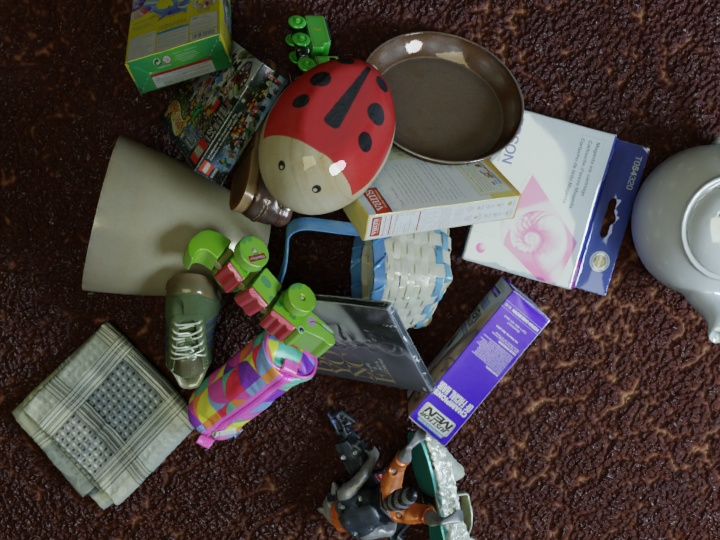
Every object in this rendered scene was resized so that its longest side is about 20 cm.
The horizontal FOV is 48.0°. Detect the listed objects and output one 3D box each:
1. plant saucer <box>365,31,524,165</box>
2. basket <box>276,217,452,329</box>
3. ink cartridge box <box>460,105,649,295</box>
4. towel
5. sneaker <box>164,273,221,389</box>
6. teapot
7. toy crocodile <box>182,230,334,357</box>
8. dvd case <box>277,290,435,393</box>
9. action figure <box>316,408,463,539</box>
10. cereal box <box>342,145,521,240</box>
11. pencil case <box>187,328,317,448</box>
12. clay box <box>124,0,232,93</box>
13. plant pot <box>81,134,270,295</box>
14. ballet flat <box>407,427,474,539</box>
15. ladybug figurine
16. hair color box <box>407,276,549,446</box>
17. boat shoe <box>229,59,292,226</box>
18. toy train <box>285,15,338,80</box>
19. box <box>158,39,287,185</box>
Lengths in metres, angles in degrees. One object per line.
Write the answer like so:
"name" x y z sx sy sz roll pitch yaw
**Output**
"plant saucer" 0.094 -0.199 0.958 0.197 0.035 0.203 5 59 -8
"basket" 0.000 0.000 0.971 0.197 0.177 0.141 0 60 -15
"ink cartridge box" 0.244 -0.084 1.012 0.197 0.043 0.199 15 98 2
"towel" -0.343 0.200 1.085 0.200 0.035 0.193 -43 94 8
"sneaker" -0.202 0.083 0.974 0.066 0.201 0.091 1 66 -12
"teapot" 0.425 -0.058 0.954 0.197 0.146 0.201 -38 94 7
"toy crocodile" -0.111 0.028 0.912 0.200 0.062 0.067 44 134 -12
"dvd case" -0.020 0.084 0.972 0.198 0.016 0.150 5 139 37
"action figure" 0.013 0.271 1.034 0.193 0.104 0.201 -33 91 35
"cereal box" 0.065 -0.103 0.933 0.197 0.145 0.040 -9 133 -23
"pencil case" -0.138 0.143 1.007 0.088 0.088 0.200 45 125 -4
"clay box" -0.211 -0.298 0.956 0.113 0.202 0.048 -15 136 5
"plant pot" -0.216 -0.044 0.985 0.197 0.187 0.190 15 99 -14
"ballet flat" 0.111 0.293 1.069 0.071 0.072 0.203 -11 99 4
"ladybug figurine" -0.029 -0.152 0.850 0.134 0.072 0.202 28 64 -4
"hair color box" 0.142 0.110 1.010 0.065 0.109 0.201 36 98 -3
"boat shoe" -0.100 -0.143 0.921 0.070 0.070 0.203 18 65 -26
"toy train" -0.048 -0.225 0.955 0.056 0.042 0.202 -4 59 -17
"box" -0.166 -0.197 0.943 0.037 0.200 0.137 29 100 -35
